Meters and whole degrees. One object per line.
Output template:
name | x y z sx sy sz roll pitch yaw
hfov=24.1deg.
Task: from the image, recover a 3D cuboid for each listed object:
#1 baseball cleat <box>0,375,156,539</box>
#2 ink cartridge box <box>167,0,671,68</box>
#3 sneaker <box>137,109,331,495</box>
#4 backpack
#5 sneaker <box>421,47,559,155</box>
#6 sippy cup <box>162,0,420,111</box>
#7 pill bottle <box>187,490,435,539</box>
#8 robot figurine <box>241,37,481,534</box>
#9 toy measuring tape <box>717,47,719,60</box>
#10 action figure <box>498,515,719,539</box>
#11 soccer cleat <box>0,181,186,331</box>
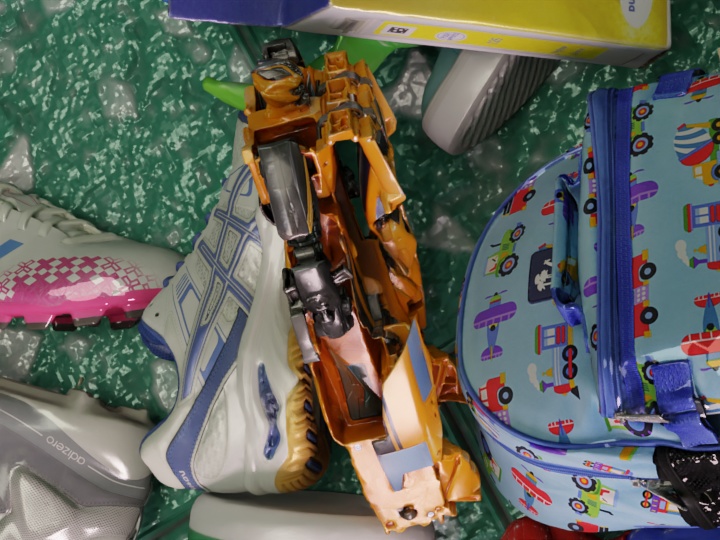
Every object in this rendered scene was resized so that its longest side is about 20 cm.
baseball cleat | -0.201 0.090 0.825 0.199 0.070 0.107 13 81 4
ink cartridge box | 0.028 -0.189 0.681 0.199 0.047 0.199 4 80 -18
sneaker | -0.062 0.004 0.774 0.088 0.075 0.201 -6 62 12
backpack | 0.124 0.013 0.687 0.199 0.135 0.183 -7 59 28
sneaker | 0.068 -0.151 0.768 0.082 0.074 0.201 29 86 20
sippy cup | -0.032 -0.169 0.779 0.130 0.178 0.140 2 128 31
pill bottle | -0.029 0.204 0.756 0.112 0.113 0.201 4 88 21
robot figurine | 0.000 0.000 0.697 0.058 0.145 0.201 -14 121 5
toy measuring tape | 0.170 -0.121 0.688 0.073 0.200 0.074 7 133 7
action figure | 0.134 0.146 0.722 0.199 0.065 0.100 -6 76 20
soccer cleat | -0.173 -0.011 0.847 0.199 0.070 0.087 -4 86 21
